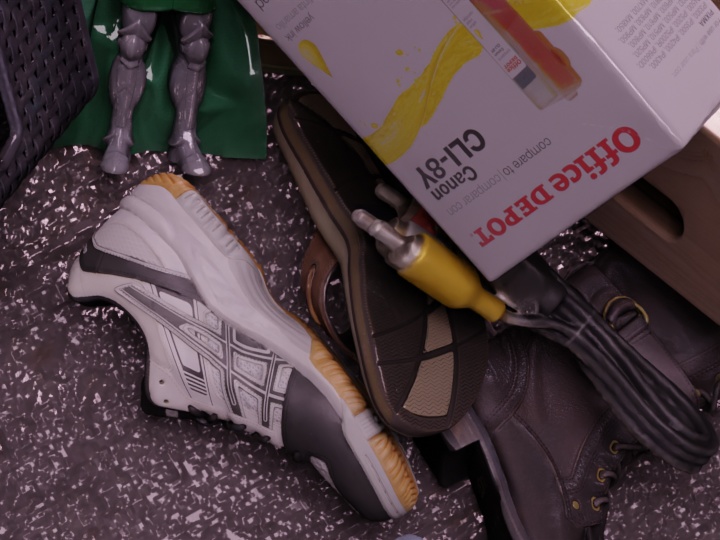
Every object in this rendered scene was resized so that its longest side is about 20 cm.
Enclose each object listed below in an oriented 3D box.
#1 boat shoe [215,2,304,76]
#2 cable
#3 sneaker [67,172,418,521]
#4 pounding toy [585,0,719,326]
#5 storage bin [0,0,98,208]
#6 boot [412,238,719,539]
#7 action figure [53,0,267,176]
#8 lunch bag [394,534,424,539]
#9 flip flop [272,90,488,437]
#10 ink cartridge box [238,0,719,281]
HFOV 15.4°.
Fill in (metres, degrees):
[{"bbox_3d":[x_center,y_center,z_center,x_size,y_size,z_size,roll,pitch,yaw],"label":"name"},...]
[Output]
[{"bbox_3d":[0.015,-0.139,1.322,0.199,0.063,0.074,0,75,-11],"label":"boat shoe"},{"bbox_3d":[0.082,0.023,1.248,0.200,0.097,0.050,43,108,-10],"label":"cable"},{"bbox_3d":[-0.057,0.052,1.262,0.088,0.076,0.200,-41,83,-1],"label":"sneaker"},{"bbox_3d":[0.190,-0.043,1.266,0.184,0.143,0.200,-28,52,-29],"label":"pounding toy"},{"bbox_3d":[-0.230,-0.114,1.180,0.199,0.136,0.094,14,47,24],"label":"storage bin"},{"bbox_3d":[0.129,0.080,1.281,0.174,0.069,0.201,-28,79,-16],"label":"boot"},{"bbox_3d":[-0.090,-0.145,1.256,0.117,0.055,0.201,-1,112,-19],"label":"action figure"},{"bbox_3d":[0.015,0.214,1.153,0.127,0.200,0.170,-27,81,-16],"label":"lunch bag"},{"bbox_3d":[0.000,0.000,1.272,0.081,0.058,0.201,9,44,-41],"label":"flip flop"},{"bbox_3d":[0.051,-0.115,1.158,0.200,0.145,0.083,48,47,-6],"label":"ink cartridge box"}]
